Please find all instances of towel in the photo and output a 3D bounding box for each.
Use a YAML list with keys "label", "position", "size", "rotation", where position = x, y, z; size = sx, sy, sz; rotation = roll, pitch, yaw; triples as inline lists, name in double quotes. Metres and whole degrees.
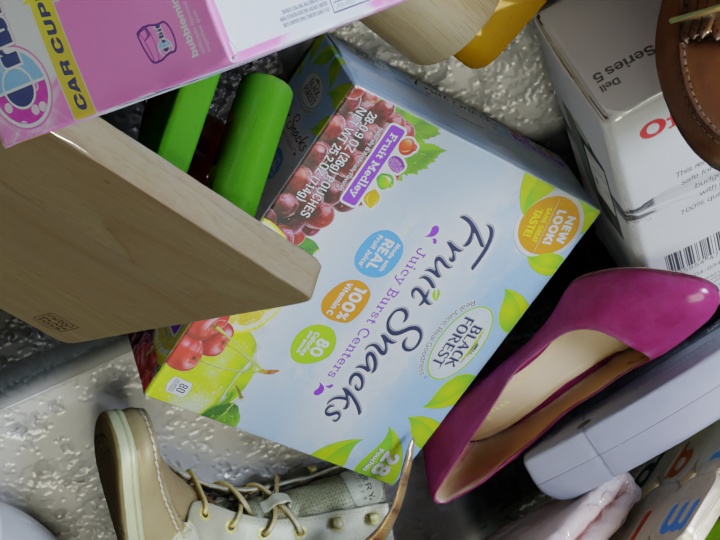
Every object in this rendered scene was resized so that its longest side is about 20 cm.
- label: "towel"
  position: [0.050, 0.200, 0.956]
  size: [0.191, 0.032, 0.200]
  rotation: [-39, 180, -38]

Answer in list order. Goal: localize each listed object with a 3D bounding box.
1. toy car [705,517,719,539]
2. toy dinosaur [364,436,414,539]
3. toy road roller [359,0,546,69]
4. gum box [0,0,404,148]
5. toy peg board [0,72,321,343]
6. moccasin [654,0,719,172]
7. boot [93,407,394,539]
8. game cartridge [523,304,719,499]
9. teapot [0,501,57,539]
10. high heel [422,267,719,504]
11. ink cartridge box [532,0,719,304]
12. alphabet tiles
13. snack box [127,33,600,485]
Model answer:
- label: "toy car"
  position: [0.283, 0.105, 1.031]
  size: [0.164, 0.158, 0.201]
  rotation: [17, 104, -33]
- label: "toy dinosaur"
  position: [-0.040, 0.184, 0.928]
  size: [0.199, 0.060, 0.106]
  rotation: [-24, 132, -5]
- label: "toy road roller"
  position: [0.071, -0.172, 0.750]
  size: [0.123, 0.146, 0.200]
  rotation: [33, 108, -31]
- label: "gum box"
  position: [-0.047, -0.116, 0.660]
  size: [0.113, 0.200, 0.066]
  rotation: [-15, 99, 35]
- label: "toy peg board"
  position: [-0.141, -0.061, 0.765]
  size: [0.200, 0.098, 0.199]
  rotation: [34, 152, -34]
- label: "moccasin"
  position: [0.173, -0.129, 0.730]
  size: [0.073, 0.202, 0.078]
  rotation: [16, 150, 2]
- label: "boot"
  position: [-0.062, 0.135, 0.964]
  size: [0.154, 0.072, 0.201]
  rotation: [-17, 132, -8]
- label: "game cartridge"
  position: [0.182, 0.055, 0.951]
  size: [0.200, 0.133, 0.041]
  rotation: [-34, 92, 14]
- label: "teapot"
  position: [-0.231, 0.226, 0.918]
  size: [0.197, 0.146, 0.200]
  rotation: [-31, 127, 2]
- label: "high heel"
  position: [0.110, 0.065, 0.903]
  size: [0.067, 0.097, 0.200]
  rotation: [27, 148, -25]
- label: "ink cartridge box"
  position: [0.185, -0.077, 0.868]
  size: [0.145, 0.084, 0.200]
  rotation: [-28, 144, 0]
- label: "alphabet tiles"
  position: [0.159, 0.131, 0.969]
  size: [0.015, 0.200, 0.196]
  rotation: [41, 66, -6]
- label: "snack box"
  position: [0.000, 0.000, 0.896]
  size: [0.168, 0.068, 0.200]
  rotation: [25, 113, -31]
